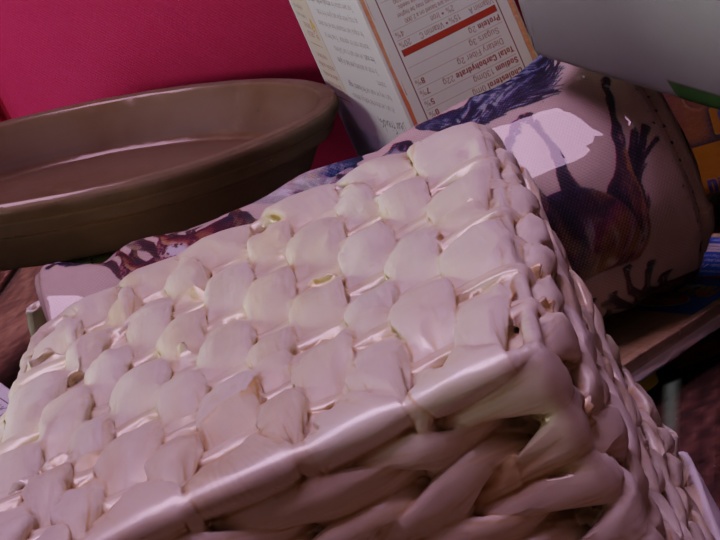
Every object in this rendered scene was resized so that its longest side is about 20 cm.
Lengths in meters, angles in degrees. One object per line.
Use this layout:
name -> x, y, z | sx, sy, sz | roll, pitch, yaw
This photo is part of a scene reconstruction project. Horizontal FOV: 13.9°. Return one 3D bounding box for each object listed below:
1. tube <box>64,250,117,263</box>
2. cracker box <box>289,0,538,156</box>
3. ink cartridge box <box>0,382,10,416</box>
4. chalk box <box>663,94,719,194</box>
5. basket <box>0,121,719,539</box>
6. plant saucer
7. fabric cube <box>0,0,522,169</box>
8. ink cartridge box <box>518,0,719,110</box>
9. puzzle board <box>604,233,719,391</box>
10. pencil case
tube -> -0.083, 0.015, 1.047 | 0.058, 0.052, 0.200 | -49, 12, 4
cracker box -> 0.005, -0.118, 1.084 | 0.057, 0.201, 0.134 | -26, 14, -8
ink cartridge box -> -0.190, 0.050, 0.991 | 0.099, 0.039, 0.200 | -33, 42, -26
chalk box -> 0.105, -0.137, 0.958 | 0.123, 0.201, 0.124 | -16, 15, 9
basket -> 0.004, 0.062, 0.597 | 0.135, 0.124, 0.200 | -25, 15, 6
plant saucer -> -0.104, -0.036, 1.118 | 0.199, 0.030, 0.200 | -10, 14, 2
fabric cube -> -0.053, -0.148, 1.306 | 0.199, 0.197, 0.199 | -14, 19, 33
ink cartridge box -> 0.152, -0.124, 0.786 | 0.200, 0.084, 0.145 | -31, 28, -22
puzzle board -> 0.028, 0.029, 0.897 | 0.150, 0.017, 0.200 | -31, 16, -25
pencil case -> 0.000, 0.000, 0.850 | 0.199, 0.078, 0.090 | -24, 33, 2
